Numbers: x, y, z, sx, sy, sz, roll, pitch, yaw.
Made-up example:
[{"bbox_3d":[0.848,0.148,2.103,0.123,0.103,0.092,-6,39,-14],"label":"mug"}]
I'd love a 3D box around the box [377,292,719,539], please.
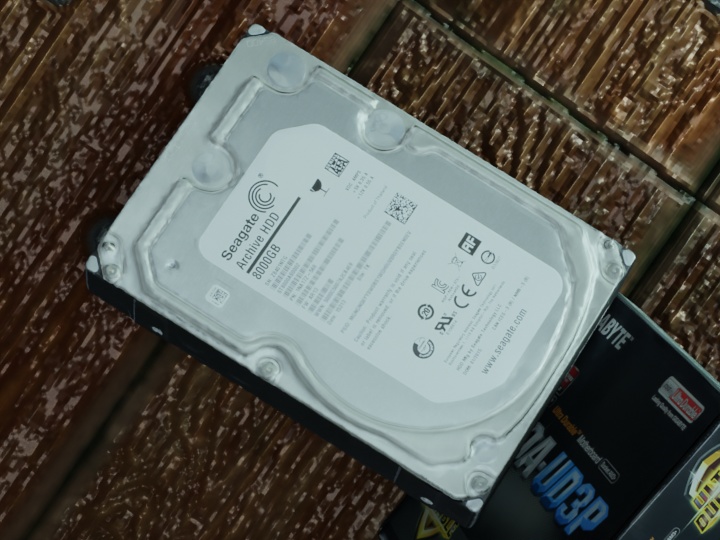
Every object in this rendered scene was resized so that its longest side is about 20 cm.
[{"bbox_3d":[0.091,0.099,1.091,0.046,0.200,0.159,40,95,-17],"label":"box"}]

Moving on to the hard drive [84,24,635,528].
[{"bbox_3d":[0.000,0.000,1.112,0.200,0.038,0.140,32,72,7],"label":"hard drive"}]
